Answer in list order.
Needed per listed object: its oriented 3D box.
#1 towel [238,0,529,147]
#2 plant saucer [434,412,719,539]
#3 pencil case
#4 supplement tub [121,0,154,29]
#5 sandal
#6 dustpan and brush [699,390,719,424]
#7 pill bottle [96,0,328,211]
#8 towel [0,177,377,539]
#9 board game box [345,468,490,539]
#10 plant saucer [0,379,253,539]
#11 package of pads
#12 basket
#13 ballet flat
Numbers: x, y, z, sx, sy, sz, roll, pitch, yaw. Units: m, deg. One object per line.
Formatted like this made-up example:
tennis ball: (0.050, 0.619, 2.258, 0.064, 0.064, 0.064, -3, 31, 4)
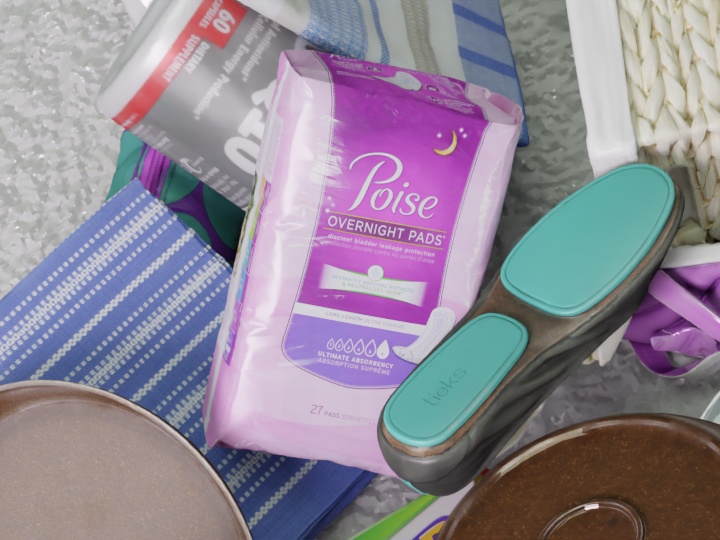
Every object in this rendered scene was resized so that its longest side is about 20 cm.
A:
towel: (0.001, -0.149, 1.396, 0.024, 0.199, 0.147, -49, 29, 28)
plant saucer: (0.108, 0.133, 1.224, 0.199, 0.035, 0.201, -18, 37, 14)
pencil case: (-0.119, 0.014, 1.444, 0.085, 0.093, 0.201, 7, 61, 22)
supplement tub: (-0.047, -0.201, 1.523, 0.199, 0.145, 0.145, -27, 55, 0)
sandal: (0.156, 0.027, 1.358, 0.202, 0.083, 0.050, 6, 49, 35)
dustpan and brush: (0.139, 0.119, 1.315, 0.200, 0.057, 0.139, -42, 56, -11)
pill bottle: (-0.026, -0.076, 1.403, 0.200, 0.114, 0.114, 34, 68, -11)
towel: (-0.093, 0.067, 1.377, 0.200, 0.024, 0.145, 44, 67, 2)
board game box: (0.030, 0.177, 1.287, 0.095, 0.030, 0.200, -32, 32, 19)
plant saucer: (-0.133, 0.143, 1.335, 0.199, 0.201, 0.032, 7, 23, 21)
package of pads: (0.000, 0.000, 1.327, 0.120, 0.201, 0.076, 10, 14, -13)
basket: (0.175, -0.115, 1.407, 0.123, 0.136, 0.201, -11, 56, 8)
ballet flat: (0.083, 0.032, 1.301, 0.200, 0.069, 0.068, -43, 52, -16)
